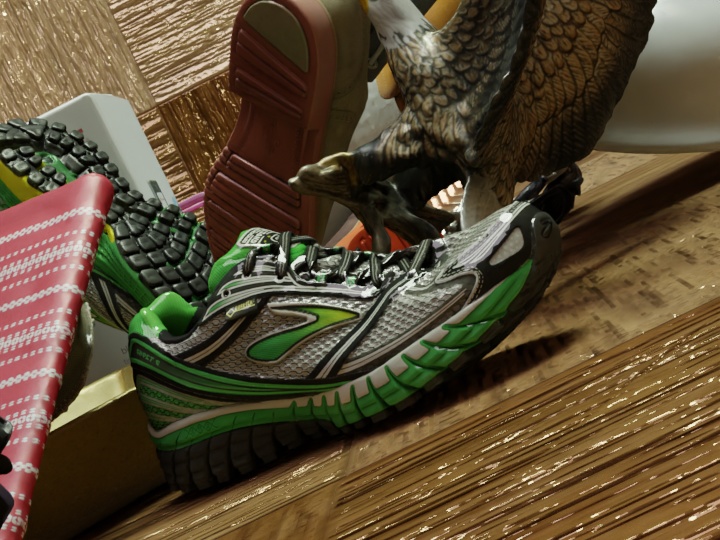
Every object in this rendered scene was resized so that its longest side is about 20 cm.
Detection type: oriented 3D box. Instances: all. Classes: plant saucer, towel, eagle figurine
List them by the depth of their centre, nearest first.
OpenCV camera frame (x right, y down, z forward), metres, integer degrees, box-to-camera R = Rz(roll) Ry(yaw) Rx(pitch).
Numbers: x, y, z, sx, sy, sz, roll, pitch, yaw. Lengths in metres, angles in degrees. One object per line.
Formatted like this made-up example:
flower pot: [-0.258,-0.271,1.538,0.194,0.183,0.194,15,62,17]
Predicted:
towel: [-0.172,0.053,0.678,0.144,0.023,0.201,-20,42,26]
eagle figurine: [0.056,-0.099,0.745,0.200,0.151,0.152,-48,23,16]
plant saucer: [-0.141,0.092,0.789,0.200,0.049,0.200,-28,5,-34]

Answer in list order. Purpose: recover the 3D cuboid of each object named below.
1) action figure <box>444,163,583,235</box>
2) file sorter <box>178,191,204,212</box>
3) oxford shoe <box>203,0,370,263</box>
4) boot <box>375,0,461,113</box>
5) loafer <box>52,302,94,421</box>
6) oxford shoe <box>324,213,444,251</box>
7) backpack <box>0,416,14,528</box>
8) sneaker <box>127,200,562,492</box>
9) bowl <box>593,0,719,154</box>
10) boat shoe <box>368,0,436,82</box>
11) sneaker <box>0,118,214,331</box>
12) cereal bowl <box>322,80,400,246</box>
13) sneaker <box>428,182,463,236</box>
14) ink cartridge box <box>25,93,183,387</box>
action figure: [0.087,-0.073,1.044,0.102,0.119,0.200,-18,11,10]
file sorter: [-0.137,0.007,1.409,0.138,0.126,0.200,-26,3,2]
oxford shoe: [-0.028,-0.060,0.845,0.074,0.071,0.201,-35,-29,-42]
boot: [0.060,-0.159,0.892,0.144,0.202,0.071,-34,-35,27]
loafer: [-0.150,0.032,0.779,0.075,0.070,0.200,-41,21,-1]
oxford shoe: [0.000,0.000,0.969,0.072,0.071,0.200,-30,2,22]
backpack: [-0.229,0.082,0.506,0.200,0.183,0.147,-36,15,51]
sneaker: [-0.014,0.018,0.643,0.199,0.086,0.078,-24,4,28]
bowl: [0.169,-0.140,0.931,0.200,0.091,0.201,-5,23,2]
boat shoe: [0.053,-0.168,0.834,0.200,0.062,0.073,-36,12,25]
sneaker: [-0.134,0.001,0.945,0.078,0.200,0.085,-33,-24,-52]
cereal bowl: [-0.021,-0.070,1.071,0.083,0.201,0.200,17,-7,-12]
sneaker: [0.050,-0.031,1.171,0.200,0.071,0.080,-42,-30,-22]
ink cartridge box: [-0.179,0.008,1.067,0.146,0.201,0.146,-26,3,3]
